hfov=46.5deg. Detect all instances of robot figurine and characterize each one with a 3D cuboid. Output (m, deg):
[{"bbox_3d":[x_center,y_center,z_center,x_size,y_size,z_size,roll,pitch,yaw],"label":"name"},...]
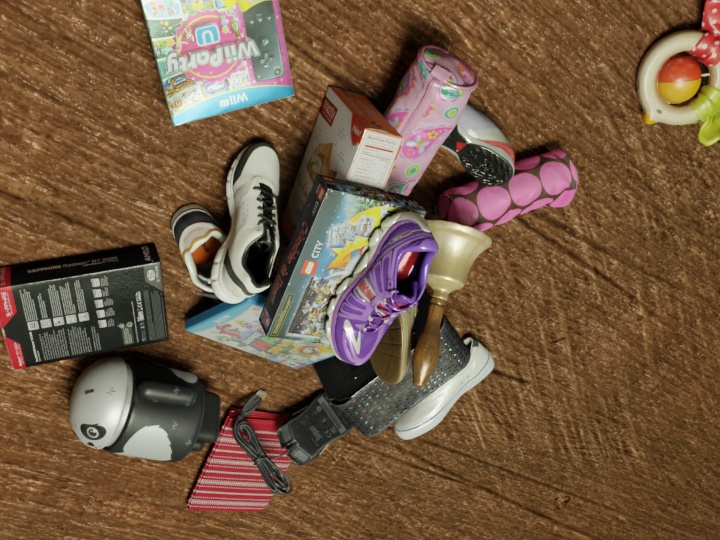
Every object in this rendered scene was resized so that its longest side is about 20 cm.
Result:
[{"bbox_3d":[-0.287,0.190,1.121,0.198,0.125,0.152,19,105,-33],"label":"robot figurine"}]

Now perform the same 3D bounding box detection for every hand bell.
[{"bbox_3d":[0.096,0.048,1.063,0.103,0.104,0.203,22,76,-33],"label":"hand bell"}]

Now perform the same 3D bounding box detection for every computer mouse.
[{"bbox_3d":[-0.103,0.229,1.264,0.200,0.141,0.046,-41,179,-34],"label":"computer mouse"}]

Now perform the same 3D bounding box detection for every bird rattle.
[{"bbox_3d":[0.469,-0.275,1.167,0.161,0.113,0.202,-8,123,2],"label":"bird rattle"}]

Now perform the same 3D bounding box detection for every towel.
[{"bbox_3d":[-0.177,0.300,1.310,0.143,0.023,0.201,12,118,-32],"label":"towel"}]

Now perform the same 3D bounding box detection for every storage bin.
[{"bbox_3d":[0.042,0.123,1.213,0.199,0.136,0.094,-38,128,4],"label":"storage bin"}]

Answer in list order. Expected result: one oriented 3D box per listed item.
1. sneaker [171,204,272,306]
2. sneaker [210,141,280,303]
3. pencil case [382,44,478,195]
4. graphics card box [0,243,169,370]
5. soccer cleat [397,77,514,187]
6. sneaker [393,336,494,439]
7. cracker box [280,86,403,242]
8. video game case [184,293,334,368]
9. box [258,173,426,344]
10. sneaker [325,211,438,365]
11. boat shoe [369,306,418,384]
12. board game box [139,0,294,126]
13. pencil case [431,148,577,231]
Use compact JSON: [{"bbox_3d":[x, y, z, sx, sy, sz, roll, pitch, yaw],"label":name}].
[{"bbox_3d":[-0.173,0.008,1.083,0.078,0.080,0.200,-36,130,2],"label":"sneaker"},{"bbox_3d":[-0.122,-0.060,1.010,0.073,0.080,0.203,15,76,-37],"label":"sneaker"},{"bbox_3d":[0.064,-0.174,1.026,0.086,0.088,0.201,9,135,-28],"label":"pencil case"},{"bbox_3d":[-0.345,0.044,1.048,0.197,0.051,0.127,-10,125,-16],"label":"graphics card box"},{"bbox_3d":[0.127,-0.193,1.098,0.199,0.074,0.068,37,132,-20],"label":"soccer cleat"},{"bbox_3d":[0.121,0.182,1.339,0.200,0.073,0.071,-43,119,-3],"label":"sneaker"},{"bbox_3d":[-0.029,-0.106,1.033,0.057,0.134,0.202,9,117,-28],"label":"cracker box"},{"bbox_3d":[-0.117,0.085,1.138,0.199,0.018,0.142,26,145,-38],"label":"video game case"},{"bbox_3d":[-0.023,-0.005,0.992,0.135,0.038,0.202,10,117,-31],"label":"box"},{"bbox_3d":[0.025,0.031,0.960,0.080,0.084,0.202,10,118,-31],"label":"sneaker"},{"bbox_3d":[0.050,0.049,1.107,0.064,0.071,0.203,-11,104,-45],"label":"boat shoe"},{"bbox_3d":[-0.161,-0.276,0.909,0.146,0.064,0.202,-17,128,-12],"label":"board game box"},{"bbox_3d":[0.205,-0.099,1.172,0.198,0.091,0.094,-20,134,-12],"label":"pencil case"}]
